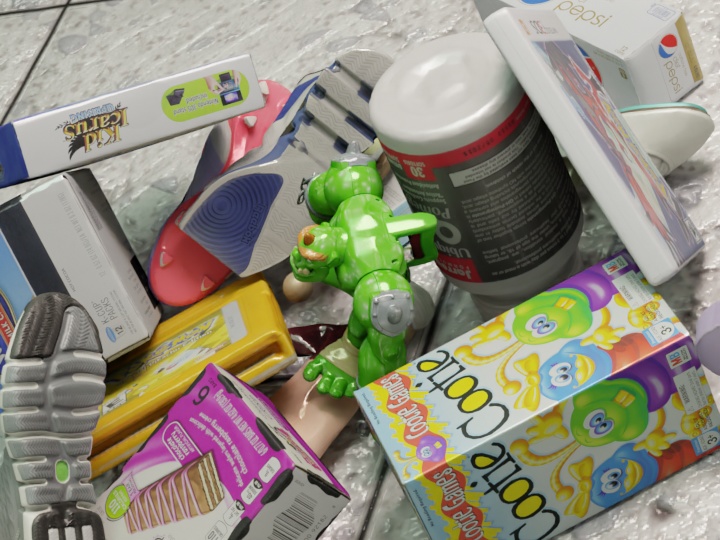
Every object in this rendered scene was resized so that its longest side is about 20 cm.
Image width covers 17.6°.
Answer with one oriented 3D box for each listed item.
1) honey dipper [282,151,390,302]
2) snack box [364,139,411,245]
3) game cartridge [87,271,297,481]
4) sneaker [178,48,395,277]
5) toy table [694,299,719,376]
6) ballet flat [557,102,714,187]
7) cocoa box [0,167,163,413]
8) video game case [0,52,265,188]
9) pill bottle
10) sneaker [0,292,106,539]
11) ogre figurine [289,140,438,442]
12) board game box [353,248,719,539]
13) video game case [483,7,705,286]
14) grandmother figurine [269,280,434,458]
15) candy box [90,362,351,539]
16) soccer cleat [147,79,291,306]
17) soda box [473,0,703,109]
[{"bbox_3d":[0.000,-0.053,1.720,0.038,0.038,0.200,12,57,38],"label":"honey dipper"},{"bbox_3d":[-0.019,-0.075,1.808,0.116,0.037,0.200,-37,40,-12],"label":"snack box"},{"bbox_3d":[-0.135,0.070,1.650,0.176,0.032,0.200,-30,16,0],"label":"game cartridge"},{"bbox_3d":[-0.041,-0.085,1.730,0.199,0.081,0.115,-46,6,8],"label":"sneaker"},{"bbox_3d":[0.311,-0.001,1.439,0.200,0.184,0.117,3,62,16],"label":"toy table"},{"bbox_3d":[0.163,-0.074,1.694,0.200,0.069,0.070,-6,42,30],"label":"ballet flat"},{"bbox_3d":[-0.232,0.013,1.688,0.131,0.134,0.200,-27,5,0],"label":"cocoa box"},{"bbox_3d":[-0.184,-0.107,1.719,0.181,0.046,0.200,-17,4,-18],"label":"video game case"},{"bbox_3d":[0.089,-0.054,1.592,0.110,0.200,0.111,-16,39,13],"label":"pill bottle"},{"bbox_3d":[-0.224,0.119,1.527,0.115,0.075,0.200,-17,70,50],"label":"sneaker"},{"bbox_3d":[0.000,0.000,1.569,0.098,0.120,0.200,10,55,-3],"label":"ogre figurine"},{"bbox_3d":[0.115,0.093,1.487,0.200,0.103,0.105,-28,38,-2],"label":"board game box"},{"bbox_3d":[0.159,-0.087,1.540,0.023,0.200,0.182,-33,-3,15],"label":"video game case"},{"bbox_3d":[-0.019,0.076,1.626,0.121,0.061,0.200,30,59,21],"label":"grandmother figurine"},{"bbox_3d":[-0.114,0.177,1.504,0.200,0.061,0.136,-52,39,5],"label":"candy box"},{"bbox_3d":[-0.108,-0.057,1.781,0.200,0.067,0.076,-65,15,-18],"label":"soccer cleat"},{"bbox_3d":[0.173,-0.186,1.801,0.064,0.068,0.200,-38,39,-14],"label":"soda box"}]
